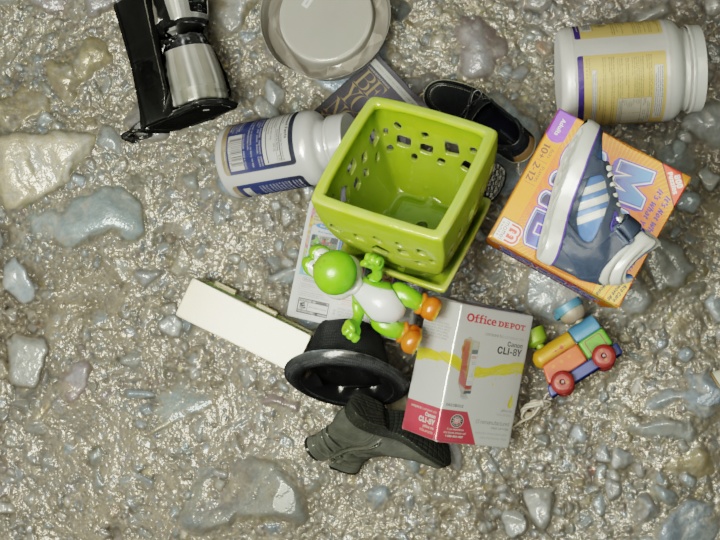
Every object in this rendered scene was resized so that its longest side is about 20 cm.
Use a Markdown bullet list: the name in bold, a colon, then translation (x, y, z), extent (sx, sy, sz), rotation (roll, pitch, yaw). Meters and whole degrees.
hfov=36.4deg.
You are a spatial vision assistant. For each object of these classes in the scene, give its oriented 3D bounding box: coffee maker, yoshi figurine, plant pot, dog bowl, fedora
- **coffee maker**: translation (-0.301, -0.318, 1.653), extent (0.192, 0.135, 0.200), rotation (-15, 87, 6)
- **yoshi figurine**: translation (0.008, 0.032, 1.511), extent (0.200, 0.112, 0.112), rotation (30, 54, -2)
- **plant pot**: translation (0.071, -0.095, 1.529), extent (0.200, 0.182, 0.199), rotation (19, 62, 21)
- **dog bowl**: translation (-0.049, -0.379, 1.658), extent (0.200, 0.059, 0.200), rotation (-1, 84, 9)
- **fedora**: translation (-0.016, 0.128, 1.603), extent (0.200, 0.201, 0.092), rotation (3, 64, 6)

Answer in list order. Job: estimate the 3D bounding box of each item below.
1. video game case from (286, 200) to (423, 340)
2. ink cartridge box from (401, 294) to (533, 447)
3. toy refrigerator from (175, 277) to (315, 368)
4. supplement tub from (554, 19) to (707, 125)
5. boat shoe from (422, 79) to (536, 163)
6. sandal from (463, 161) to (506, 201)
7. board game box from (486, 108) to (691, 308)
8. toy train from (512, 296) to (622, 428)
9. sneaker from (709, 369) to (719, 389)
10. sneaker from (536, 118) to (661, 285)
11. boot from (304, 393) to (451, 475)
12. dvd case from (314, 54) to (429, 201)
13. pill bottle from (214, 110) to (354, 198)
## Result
- **video game case**: translation (0.000, 0.000, 1.654), extent (0.200, 0.024, 0.182), rotation (12, 90, 17)
- **ink cartridge box**: translation (0.156, 0.146, 1.586), extent (0.145, 0.083, 0.200), rotation (11, 90, -34)
- **toy refrigerator**: translation (-0.169, 0.079, 1.661), extent (0.200, 0.076, 0.070), rotation (25, 92, 7)
- **supplement tub**: translation (0.384, -0.283, 1.574), extent (0.200, 0.145, 0.146), rotation (-3, 89, 6)
- **boat shoe**: translation (0.172, -0.228, 1.620), extent (0.200, 0.062, 0.075), rotation (39, 93, 25)
- **sandal**: translation (0.135, -0.099, 1.651), extent (0.200, 0.048, 0.075), rotation (-40, 83, 17)
- **board game box**: translation (0.313, -0.082, 1.550), extent (0.200, 0.200, 0.200), rotation (29, 91, 6)
- **toy train**: translation (0.273, 0.134, 1.613), extent (0.200, 0.085, 0.116), rotation (-33, 75, 5)
- **sneaker**: translation (0.603, 0.200, 1.578), extent (0.090, 0.067, 0.200), rotation (-41, 82, 9)
- **sneaker**: translation (0.322, -0.080, 1.415), extent (0.146, 0.081, 0.200), rotation (18, 87, -2)
- **boot**: translation (0.025, 0.264, 1.641), extent (0.200, 0.068, 0.131), rotation (29, 125, -21)
- **dvd case**: translation (-0.001, -0.212, 1.663), extent (0.200, 0.016, 0.149), rotation (-41, 73, 3)
- **pill bottle**: translation (-0.104, -0.175, 1.617), extent (0.200, 0.111, 0.111), rotation (-8, 88, 22)
